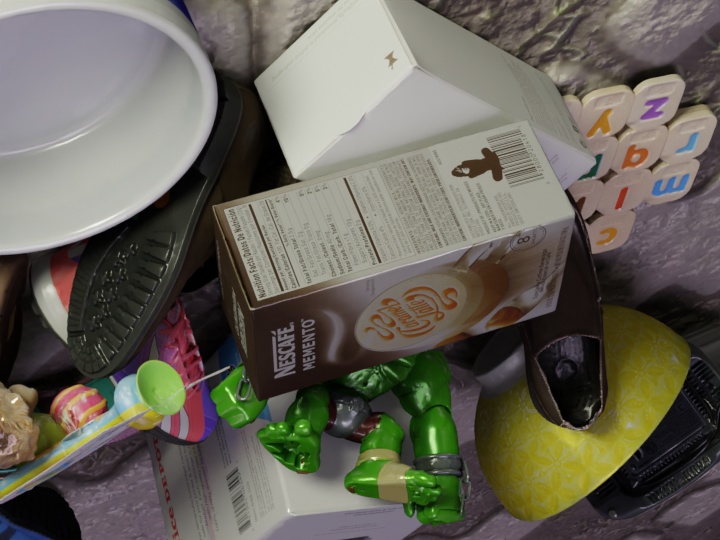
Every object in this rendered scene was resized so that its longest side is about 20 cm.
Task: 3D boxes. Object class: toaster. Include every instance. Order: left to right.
[{"bbox_3d":[0.271,0.122,1.490,0.200,0.114,0.129,-42,169,27],"label":"toaster"}]

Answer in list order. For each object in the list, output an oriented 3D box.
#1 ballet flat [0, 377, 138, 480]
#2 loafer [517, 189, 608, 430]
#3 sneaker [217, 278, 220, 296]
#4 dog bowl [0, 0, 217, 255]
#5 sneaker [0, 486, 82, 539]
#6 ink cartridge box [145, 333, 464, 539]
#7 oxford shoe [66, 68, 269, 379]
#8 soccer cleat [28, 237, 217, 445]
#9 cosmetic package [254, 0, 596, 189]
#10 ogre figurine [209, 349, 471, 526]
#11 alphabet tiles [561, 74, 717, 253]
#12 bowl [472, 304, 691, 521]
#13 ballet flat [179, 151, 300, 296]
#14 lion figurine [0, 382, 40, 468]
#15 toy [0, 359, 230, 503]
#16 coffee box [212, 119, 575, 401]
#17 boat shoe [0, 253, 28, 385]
[{"bbox_3d":[-0.221,0.119,1.238,0.200,0.069,0.071,-20,152,-23],"label":"ballet flat"},{"bbox_3d":[0.145,0.027,1.231,0.073,0.071,0.200,-18,110,-3],"label":"loafer"},{"bbox_3d":[0.000,0.000,1.190,0.200,0.081,0.077,-12,149,0],"label":"sneaker"},{"bbox_3d":[-0.184,-0.100,0.937,0.200,0.079,0.200,-16,147,-11],"label":"dog bowl"},{"bbox_3d":[-0.286,0.183,1.301,0.078,0.066,0.200,-23,148,7],"label":"sneaker"},{"bbox_3d":[-0.048,0.141,1.277,0.146,0.147,0.200,-2,155,-31],"label":"ink cartridge box"},{"bbox_3d":[-0.110,-0.019,1.049,0.084,0.073,0.200,23,98,-56],"label":"oxford shoe"},{"bbox_3d":[-0.137,0.049,1.142,0.073,0.068,0.200,-24,134,14],"label":"soccer cleat"},{"bbox_3d":[0.044,-0.092,1.084,0.108,0.085,0.200,-39,144,23],"label":"cosmetic package"},{"bbox_3d":[-0.005,0.082,1.143,0.200,0.120,0.098,18,148,-13],"label":"ogre figurine"},{"bbox_3d":[0.159,-0.069,1.255,0.200,0.015,0.196,-13,146,-16],"label":"alphabet tiles"},{"bbox_3d":[0.154,0.091,1.378,0.108,0.200,0.200,43,117,-10],"label":"bowl"},{"bbox_3d":[-0.083,-0.023,1.138,0.200,0.046,0.067,-29,149,16],"label":"ballet flat"},{"bbox_3d":[-0.266,0.036,1.001,0.073,0.122,0.200,-51,139,-26],"label":"lion figurine"},{"bbox_3d":[-0.186,0.101,1.095,0.200,0.047,0.115,-27,180,40],"label":"toy"},{"bbox_3d":[0.018,-0.005,1.040,0.200,0.080,0.114,-17,149,-10],"label":"coffee box"},{"bbox_3d":[-0.262,0.036,1.115,0.075,0.075,0.202,21,141,-3],"label":"boat shoe"}]
